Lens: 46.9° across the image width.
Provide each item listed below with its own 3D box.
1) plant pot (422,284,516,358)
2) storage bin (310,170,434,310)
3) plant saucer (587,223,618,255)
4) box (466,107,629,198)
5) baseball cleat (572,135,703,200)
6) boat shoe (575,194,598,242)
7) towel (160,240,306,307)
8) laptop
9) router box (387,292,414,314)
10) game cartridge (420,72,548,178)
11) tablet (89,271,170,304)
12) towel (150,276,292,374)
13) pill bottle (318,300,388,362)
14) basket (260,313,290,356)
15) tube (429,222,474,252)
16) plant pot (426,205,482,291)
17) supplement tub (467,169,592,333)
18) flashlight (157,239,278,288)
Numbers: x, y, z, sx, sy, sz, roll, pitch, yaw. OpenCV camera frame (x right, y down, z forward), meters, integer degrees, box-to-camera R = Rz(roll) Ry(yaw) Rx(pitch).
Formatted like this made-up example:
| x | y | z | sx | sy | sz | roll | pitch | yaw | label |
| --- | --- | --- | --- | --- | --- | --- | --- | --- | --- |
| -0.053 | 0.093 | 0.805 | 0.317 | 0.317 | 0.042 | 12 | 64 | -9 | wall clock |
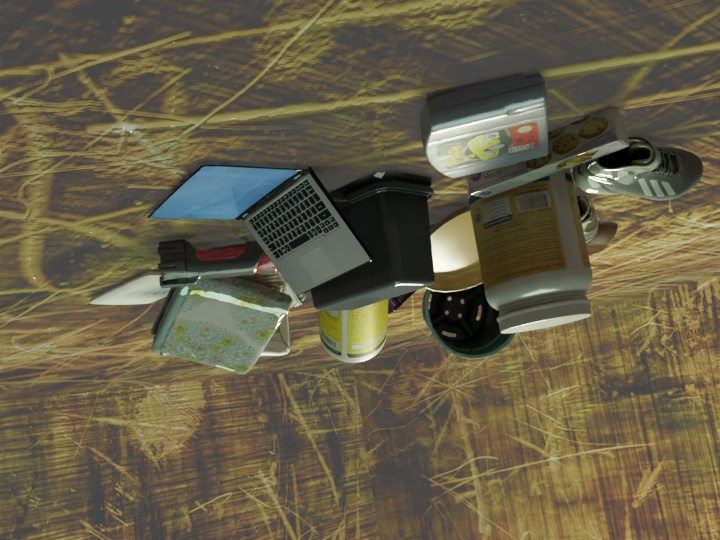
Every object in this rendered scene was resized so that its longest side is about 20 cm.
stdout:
| x | y | z | sx | sy | sz | roll | pitch | yaw | label |
| --- | --- | --- | --- | --- | --- | --- | --- | --- | --- |
| 0.212 | 0.075 | 1.710 | 0.195 | 0.206 | 0.196 | -8 | 177 | -6 | plant pot |
| 0.002 | -0.030 | 1.074 | 0.197 | 0.138 | 0.144 | -20 | 166 | 40 | storage bin |
| 0.411 | -0.047 | 1.636 | 0.195 | 0.038 | 0.201 | -11 | 170 | -2 | plant saucer |
| 0.216 | -0.135 | 0.980 | 0.197 | 0.043 | 0.038 | -17 | 166 | 38 | box |
| 0.374 | -0.131 | 1.066 | 0.195 | 0.072 | 0.106 | -8 | 170 | -16 | baseball cleat |
| 0.327 | -0.085 | 1.283 | 0.069 | 0.073 | 0.197 | -19 | 161 | 41 | boat shoe |
| -0.187 | 0.018 | 1.254 | 0.195 | 0.035 | 0.134 | -10 | 136 | 10 | towel |
| -0.121 | -0.040 | 0.981 | 0.116 | 0.202 | 0.186 | -43 | -169 | -34 | laptop |
| 0.060 | 0.026 | 1.466 | 0.148 | 0.051 | 0.200 | -40 | -178 | -22 | router box |
| 0.130 | -0.145 | 0.870 | 0.130 | 0.042 | 0.200 | -8 | 170 | 13 | game cartridge |
| -0.356 | 0.032 | 1.405 | 0.197 | 0.014 | 0.128 | -19 | 166 | 41 | tablet |
| -0.216 | 0.076 | 1.261 | 0.168 | 0.049 | 0.201 | 16 | 135 | -21 | towel |
| -0.010 | 0.036 | 1.277 | 0.109 | 0.114 | 0.203 | -8 | 135 | -10 | pill bottle |
| -0.227 | 0.091 | 1.512 | 0.120 | 0.139 | 0.199 | -9 | 171 | 21 | basket |
| 0.158 | -0.059 | 1.319 | 0.195 | 0.052 | 0.078 | -13 | 165 | -4 | tube |
| 0.170 | -0.040 | 1.292 | 0.195 | 0.028 | 0.202 | -15 | 145 | -11 | plant pot |
| 0.224 | -0.030 | 1.094 | 0.141 | 0.206 | 0.145 | -9 | 170 | -2 | supplement tub |
| -0.179 | -0.024 | 1.150 | 0.194 | 0.070 | 0.068 | -4 | -153 | -7 | flashlight |
